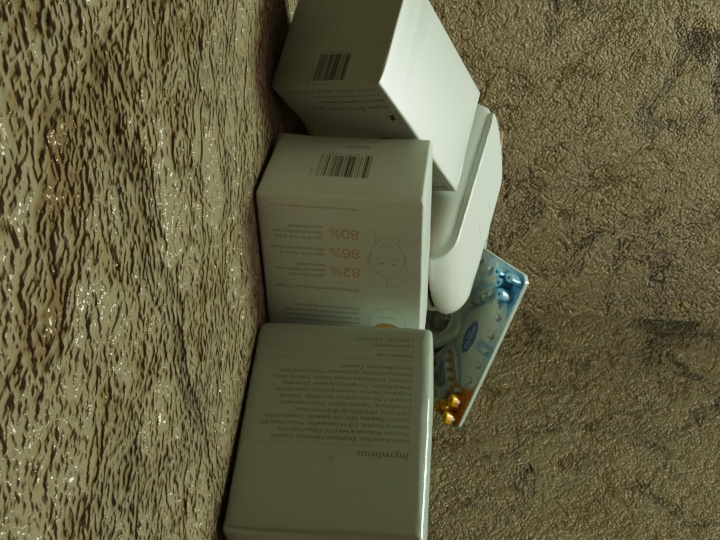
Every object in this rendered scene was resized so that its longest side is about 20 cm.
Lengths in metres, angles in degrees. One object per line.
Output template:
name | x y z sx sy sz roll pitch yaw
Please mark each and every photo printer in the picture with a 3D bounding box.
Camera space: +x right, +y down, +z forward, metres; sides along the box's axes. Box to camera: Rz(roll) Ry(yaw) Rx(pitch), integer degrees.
photo printer | 0.105 -0.059 0.988 0.167 0.068 0.204 65 40 -63

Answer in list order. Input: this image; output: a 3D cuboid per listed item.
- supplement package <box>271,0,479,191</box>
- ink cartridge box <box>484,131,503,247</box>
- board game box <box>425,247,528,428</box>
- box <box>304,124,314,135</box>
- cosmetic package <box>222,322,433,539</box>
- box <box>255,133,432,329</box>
supplement package | 0.023 -0.177 0.865 0.200 0.119 0.122 41 59 -54
ink cartridge box | 0.146 -0.079 1.204 0.118 0.066 0.203 -75 173 -45
board game box | 0.099 0.058 1.097 0.199 0.025 0.204 38 -71 51
box | -0.007 -0.143 1.025 0.076 0.049 0.201 -61 152 -19
cosmetic package | -0.018 0.179 0.791 0.167 0.161 0.203 85 9 -50
box | -0.010 -0.014 0.840 0.107 0.148 0.204 -77 169 -52
